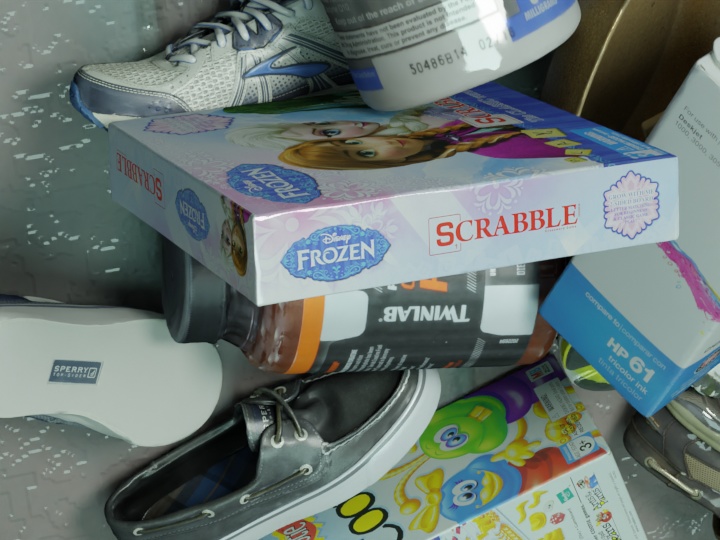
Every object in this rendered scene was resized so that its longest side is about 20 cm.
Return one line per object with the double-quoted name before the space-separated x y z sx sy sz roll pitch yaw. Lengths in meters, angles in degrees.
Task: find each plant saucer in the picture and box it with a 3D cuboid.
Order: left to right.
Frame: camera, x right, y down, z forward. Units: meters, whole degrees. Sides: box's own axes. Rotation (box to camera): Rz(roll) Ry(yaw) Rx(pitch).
"plant saucer" 0.138 -0.106 1.219 0.200 0.035 0.201 -48 154 -32

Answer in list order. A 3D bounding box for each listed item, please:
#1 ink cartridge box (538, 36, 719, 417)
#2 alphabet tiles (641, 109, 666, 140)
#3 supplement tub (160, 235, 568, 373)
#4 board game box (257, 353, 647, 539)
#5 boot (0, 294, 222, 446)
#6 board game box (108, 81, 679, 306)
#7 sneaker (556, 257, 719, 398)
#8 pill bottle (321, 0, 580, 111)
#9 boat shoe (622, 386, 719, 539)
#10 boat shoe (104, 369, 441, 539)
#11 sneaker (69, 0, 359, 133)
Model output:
"ink cartridge box" 0.191 -0.040 1.174 0.144 0.085 0.200 -33 160 -37
"alphabet tiles" 0.246 -0.089 1.283 0.199 0.008 0.167 -29 154 1
"supplement tub" 0.000 0.000 1.252 0.199 0.107 0.108 -2 120 -16
"board game box" 0.050 0.152 1.358 0.199 0.103 0.105 -26 124 -1
"boot" -0.162 0.040 1.256 0.200 0.090 0.073 17 94 -53
"board game box" 0.009 -0.042 1.095 0.198 0.200 0.041 -9 107 -22
"sneaker" 0.174 0.015 1.333 0.199 0.085 0.075 5 137 -45
"pill bottle" 0.018 -0.186 1.117 0.113 0.114 0.201 -23 104 -2
"boat shoe" 0.236 0.130 1.417 0.200 0.075 0.073 40 118 -12
"boat shoe" -0.052 0.095 1.315 0.199 0.070 0.066 -29 137 11
"sneaker" -0.049 -0.112 1.200 0.199 0.077 0.086 -8 115 -22
